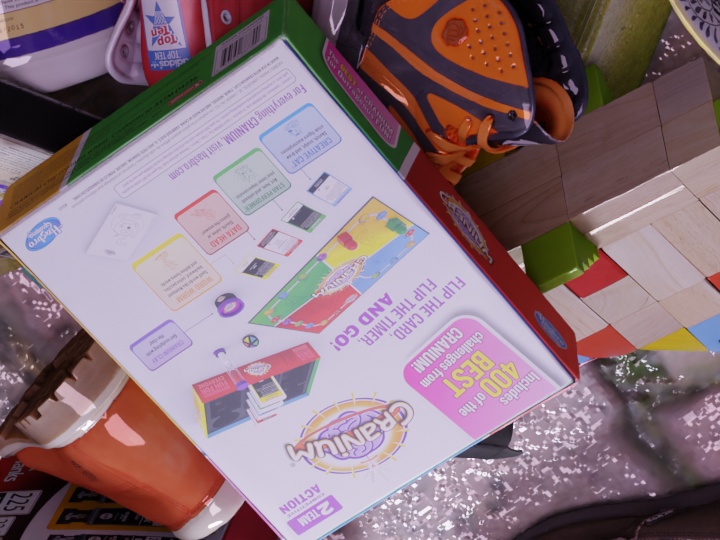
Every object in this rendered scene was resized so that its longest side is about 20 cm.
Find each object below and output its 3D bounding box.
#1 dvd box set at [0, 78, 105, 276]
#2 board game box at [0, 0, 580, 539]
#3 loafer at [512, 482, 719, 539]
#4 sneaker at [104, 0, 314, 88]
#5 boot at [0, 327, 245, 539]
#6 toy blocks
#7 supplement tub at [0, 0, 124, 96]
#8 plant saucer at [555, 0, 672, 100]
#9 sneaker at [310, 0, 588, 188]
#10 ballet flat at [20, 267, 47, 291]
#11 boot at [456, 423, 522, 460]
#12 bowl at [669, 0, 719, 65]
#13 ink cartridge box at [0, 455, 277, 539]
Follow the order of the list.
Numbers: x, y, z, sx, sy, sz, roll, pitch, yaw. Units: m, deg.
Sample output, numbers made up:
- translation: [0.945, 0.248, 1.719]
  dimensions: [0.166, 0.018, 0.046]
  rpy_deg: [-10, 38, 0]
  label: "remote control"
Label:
- translation: [-0.200, -0.026, 1.288]
  dimensions: [0.199, 0.146, 0.030]
  rpy_deg: [-22, 66, 31]
  label: "dvd box set"
- translation: [-0.028, 0.006, 1.206]
  dimensions: [0.153, 0.040, 0.200]
  rpy_deg: [-32, 115, 19]
  label: "board game box"
- translation: [0.136, 0.149, 1.391]
  dimensions: [0.199, 0.071, 0.073]
  rpy_deg: [-24, 106, 17]
  label: "loafer"
- translation: [-0.084, -0.147, 1.196]
  dimensions: [0.071, 0.113, 0.200]
  rpy_deg: [0, 145, 44]
  label: "sneaker"
- translation: [-0.106, 0.081, 1.335]
  dimensions: [0.107, 0.200, 0.075]
  rpy_deg: [38, 82, -9]
  label: "boot"
- translation: [0.125, -0.010, 1.304]
  dimensions: [0.200, 0.100, 0.137]
  rpy_deg: [-27, 138, 24]
  label: "toy blocks"
- translation: [-0.168, -0.184, 1.264]
  dimensions: [0.145, 0.145, 0.201]
  rpy_deg: [-8, 110, 12]
  label: "supplement tub"
- translation: [0.051, -0.163, 1.292]
  dimensions: [0.199, 0.048, 0.200]
  rpy_deg: [21, 113, 0]
  label: "plant saucer"
- translation: [0.031, -0.045, 1.233]
  dimensions: [0.112, 0.078, 0.201]
  rpy_deg: [13, 104, 26]
  label: "sneaker"
- translation: [-0.082, 0.022, 1.374]
  dimensions: [0.200, 0.070, 0.067]
  rpy_deg: [32, 116, -5]
  label: "ballet flat"
- translation: [0.000, 0.000, 1.359]
  dimensions: [0.077, 0.138, 0.201]
  rpy_deg: [-20, 73, 48]
  label: "boot"
- translation: [0.208, -0.166, 1.230]
  dimensions: [0.200, 0.094, 0.202]
  rpy_deg: [-1, 97, -4]
  label: "bowl"
- translation: [-0.098, 0.150, 1.357]
  dimensions: [0.175, 0.200, 0.084]
  rpy_deg: [0, 111, 9]
  label: "ink cartridge box"
